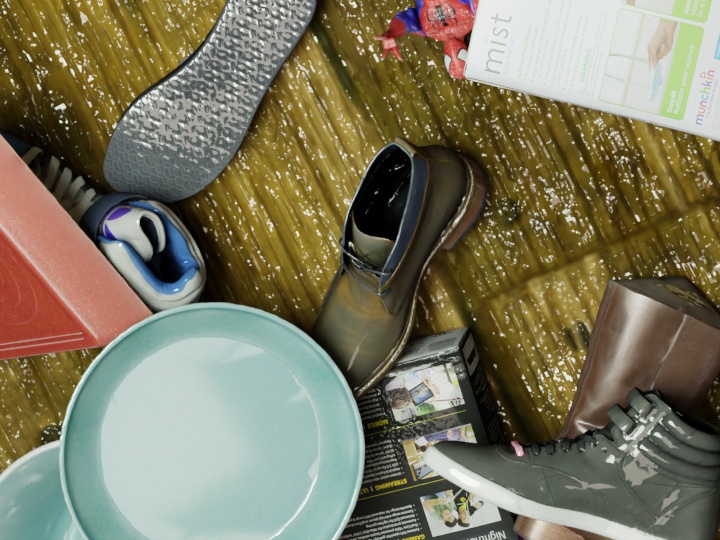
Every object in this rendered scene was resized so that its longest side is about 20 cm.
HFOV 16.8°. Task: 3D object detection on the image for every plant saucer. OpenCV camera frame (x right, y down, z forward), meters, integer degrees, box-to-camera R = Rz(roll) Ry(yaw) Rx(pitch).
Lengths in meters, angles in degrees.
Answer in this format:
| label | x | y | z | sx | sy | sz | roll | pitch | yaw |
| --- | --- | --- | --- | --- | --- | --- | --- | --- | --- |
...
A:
| label | x | y | z | sx | sy | sz | roll | pitch | yaw |
| --- | --- | --- | --- | --- | --- | --- | --- | --- | --- |
| plant saucer | -0.252 | -0.012 | 1.617 | 0.199 | 0.037 | 0.200 | -8 | 127 | 52 |
| plant saucer | -0.097 | 0.118 | 1.592 | 0.198 | 0.036 | 0.202 | -1 | 97 | -7 |

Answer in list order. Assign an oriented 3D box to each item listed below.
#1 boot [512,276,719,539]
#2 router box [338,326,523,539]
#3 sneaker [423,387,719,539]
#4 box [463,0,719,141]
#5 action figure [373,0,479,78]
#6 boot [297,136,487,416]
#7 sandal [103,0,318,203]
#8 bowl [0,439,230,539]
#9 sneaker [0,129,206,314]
| label | x | y | z | sx | sy | sz | roll | pitch | yaw |
| --- | --- | --- | --- | --- | --- | --- | --- | --- | --- |
| boot | 0.217 | 0.115 | 1.625 | 0.185 | 0.064 | 0.201 | 22 | 97 | -11 |
| router box | 0.000 | 0.137 | 1.677 | 0.198 | 0.051 | 0.150 | -14 | 102 | 15 |
| sneaker | 0.145 | 0.114 | 1.567 | 0.198 | 0.071 | 0.100 | 16 | 98 | -2 |
| box | 0.172 | -0.203 | 1.531 | 0.175 | 0.097 | 0.202 | 13 | 107 | 9 |
| action figure | 0.032 | -0.214 | 1.561 | 0.065 | 0.099 | 0.201 | -16 | 103 | 17 |
| boot | 0.000 | 0.000 | 1.596 | 0.074 | 0.097 | 0.201 | 31 | 92 | 29 |
| sandal | -0.095 | -0.125 | 1.642 | 0.076 | 0.043 | 0.200 | 39 | 105 | -10 |
| bowl | -0.167 | 0.208 | 1.695 | 0.199 | 0.105 | 0.203 | 1 | 94 | 14 |
| sneaker | -0.186 | -0.041 | 1.624 | 0.200 | 0.081 | 0.146 | 47 | 148 | -10 |
